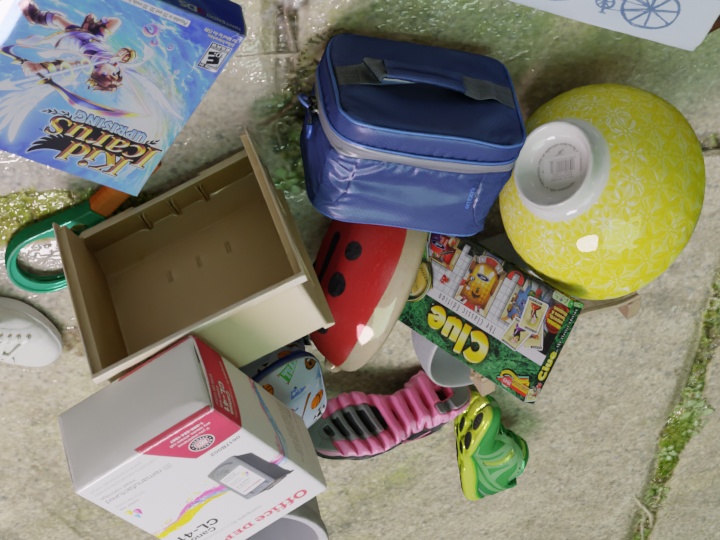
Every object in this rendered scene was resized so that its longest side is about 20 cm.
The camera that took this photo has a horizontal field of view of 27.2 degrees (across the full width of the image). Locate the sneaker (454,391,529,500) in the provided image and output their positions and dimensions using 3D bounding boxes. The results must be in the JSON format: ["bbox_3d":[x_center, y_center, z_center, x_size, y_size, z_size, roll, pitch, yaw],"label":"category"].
[{"bbox_3d":[0.153,0.198,1.732,0.083,0.074,0.200,-9,146,-2],"label":"sneaker"}]

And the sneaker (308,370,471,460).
[{"bbox_3d":[0.026,0.173,1.651,0.199,0.079,0.095,-14,156,-25],"label":"sneaker"}]

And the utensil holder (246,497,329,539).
[{"bbox_3d":[-0.133,0.218,1.575,0.169,0.201,0.170,-9,140,-7],"label":"utensil holder"}]

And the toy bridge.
[{"bbox_3d":[0.199,0.065,1.527,0.199,0.027,0.067,-27,151,-11],"label":"toy bridge"}]

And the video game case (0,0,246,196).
[{"bbox_3d":[-0.216,-0.158,1.128,0.199,0.046,0.181,18,129,-30],"label":"video game case"}]

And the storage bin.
[{"bbox_3d":[-0.151,-0.003,1.326,0.199,0.199,0.094,-27,143,4],"label":"storage bin"}]

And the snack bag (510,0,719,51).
[{"bbox_3d":[0.235,-0.271,1.241,0.187,0.022,0.200,14,147,-9],"label":"snack bag"}]

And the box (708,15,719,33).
[{"bbox_3d":[0.307,-0.301,1.268,0.136,0.039,0.200,-28,135,15],"label":"box"}]

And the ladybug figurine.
[{"bbox_3d":[0.000,0.000,1.418,0.072,0.136,0.201,20,90,-23],"label":"ladybug figurine"}]

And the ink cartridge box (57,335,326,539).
[{"bbox_3d":[-0.142,0.160,1.295,0.147,0.086,0.200,-32,140,12],"label":"ink cartridge box"}]

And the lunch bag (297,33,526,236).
[{"bbox_3d":[0.038,-0.128,1.310,0.199,0.136,0.133,6,133,-18],"label":"lunch bag"}]

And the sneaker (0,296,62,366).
[{"bbox_3d":[-0.376,0.066,1.445,0.199,0.085,0.073,28,122,-37],"label":"sneaker"}]

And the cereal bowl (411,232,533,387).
[{"bbox_3d":[0.134,0.026,1.516,0.199,0.084,0.200,-24,152,-14],"label":"cereal bowl"}]

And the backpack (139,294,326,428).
[{"bbox_3d":[-0.129,0.097,1.437,0.200,0.154,0.191,-42,141,-26],"label":"backpack"}]

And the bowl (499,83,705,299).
[{"bbox_3d":[0.197,-0.082,1.336,0.200,0.201,0.107,-37,150,23],"label":"bowl"}]

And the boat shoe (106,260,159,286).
[{"bbox_3d":[-0.214,0.055,1.491,0.064,0.072,0.200,8,144,6],"label":"boat shoe"}]

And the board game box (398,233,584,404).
[{"bbox_3d":[0.107,0.032,1.397,0.023,0.200,0.105,10,107,-51],"label":"board game box"}]

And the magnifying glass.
[{"bbox_3d":[-0.260,-0.045,1.403,0.200,0.022,0.079,-41,134,24],"label":"magnifying glass"}]
